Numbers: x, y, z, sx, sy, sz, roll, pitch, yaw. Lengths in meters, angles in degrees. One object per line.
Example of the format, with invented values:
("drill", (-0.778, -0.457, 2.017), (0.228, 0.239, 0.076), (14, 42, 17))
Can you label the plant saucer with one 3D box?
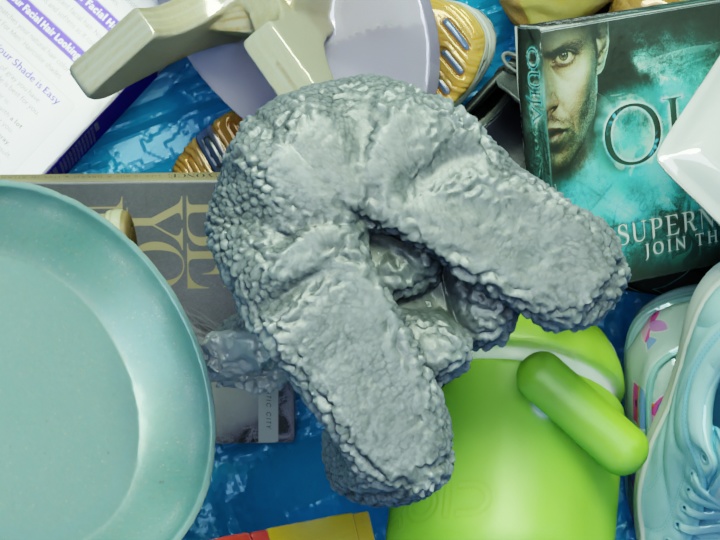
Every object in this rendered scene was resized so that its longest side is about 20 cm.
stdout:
("plant saucer", (-0.156, 0.056, 1.397), (0.199, 0.036, 0.201), (23, 54, -34))

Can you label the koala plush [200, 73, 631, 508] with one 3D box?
("koala plush", (0.000, 0.000, 1.443), (0.177, 0.200, 0.184), (-44, 93, -10))

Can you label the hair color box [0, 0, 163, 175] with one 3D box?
("hair color box", (-0.174, -0.117, 1.594), (0.109, 0.065, 0.200), (42, 84, 4))

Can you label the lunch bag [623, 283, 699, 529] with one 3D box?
("lunch bag", (0.236, 0.077, 1.535), (0.199, 0.077, 0.161), (-6, 113, -3))

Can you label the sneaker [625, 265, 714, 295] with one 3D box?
("sneaker", (0.164, -0.022, 1.572), (0.199, 0.079, 0.076), (12, 83, -30))

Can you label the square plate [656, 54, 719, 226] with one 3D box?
("square plate", (0.256, -0.050, 1.468), (0.198, 0.028, 0.200), (43, 48, -8))

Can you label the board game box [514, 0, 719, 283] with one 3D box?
("board game box", (0.169, -0.070, 1.507), (0.199, 0.028, 0.136), (-12, 101, -31))

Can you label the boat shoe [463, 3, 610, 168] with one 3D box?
("boat shoe", (0.099, -0.084, 1.597), (0.200, 0.062, 0.075), (-42, 82, -9))

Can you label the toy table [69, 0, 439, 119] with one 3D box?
("toy table", (-0.052, -0.146, 1.493), (0.200, 0.117, 0.184), (43, 104, 15))

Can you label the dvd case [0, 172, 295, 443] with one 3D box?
("dvd case", (-0.133, 0.021, 1.558), (0.199, 0.016, 0.150), (-1, 110, -4))

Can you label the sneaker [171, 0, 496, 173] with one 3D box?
("sneaker", (-0.009, -0.075, 1.590), (0.199, 0.088, 0.076), (-29, 88, 18))

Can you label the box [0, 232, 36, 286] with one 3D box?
("box", (-0.251, 0.010, 1.503), (0.082, 0.199, 0.069), (-17, 98, -48))

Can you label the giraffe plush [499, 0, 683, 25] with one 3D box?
("giraffe plush", (0.176, -0.207, 1.546), (0.199, 0.162, 0.173), (9, 59, -3))

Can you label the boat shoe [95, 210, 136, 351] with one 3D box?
("boat shoe", (-0.154, 0.062, 1.522), (0.065, 0.072, 0.201), (10, 113, 0))

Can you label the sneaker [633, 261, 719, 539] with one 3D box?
("sneaker", (0.176, 0.096, 1.452), (0.073, 0.082, 0.201), (3, 114, -1))

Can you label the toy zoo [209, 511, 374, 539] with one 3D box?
("toy zoo", (-0.083, 0.151, 1.492), (0.199, 0.131, 0.021), (-8, 80, -33))

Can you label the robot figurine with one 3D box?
("robot figurine", (0.074, 0.101, 1.508), (0.115, 0.176, 0.201), (12, 64, -11))
